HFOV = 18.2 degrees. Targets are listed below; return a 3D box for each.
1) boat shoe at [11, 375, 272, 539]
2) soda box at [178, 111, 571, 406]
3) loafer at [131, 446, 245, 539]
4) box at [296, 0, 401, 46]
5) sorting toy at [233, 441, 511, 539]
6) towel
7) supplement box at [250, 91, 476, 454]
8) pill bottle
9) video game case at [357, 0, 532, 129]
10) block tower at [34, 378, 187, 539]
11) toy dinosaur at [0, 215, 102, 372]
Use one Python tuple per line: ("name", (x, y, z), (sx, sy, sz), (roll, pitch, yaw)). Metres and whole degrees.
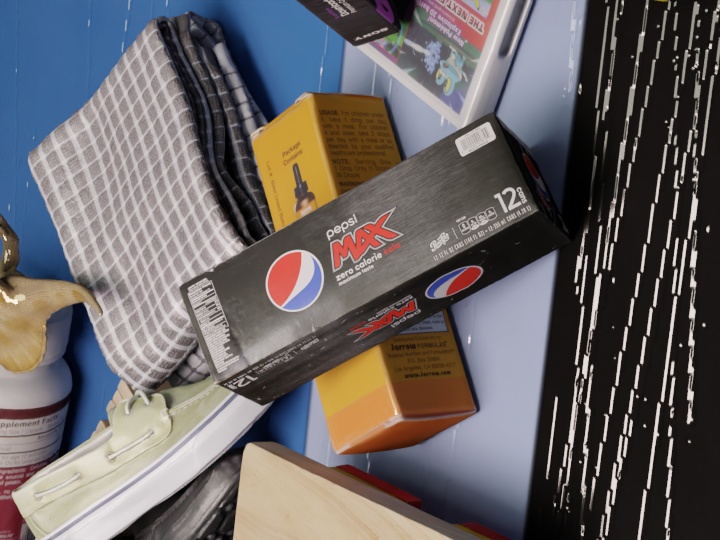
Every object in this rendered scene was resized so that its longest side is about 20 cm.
("boat shoe", (-0.132, 0.108, 1.395), (0.200, 0.072, 0.062), (-39, 97, 9))
("soda box", (0.007, -0.004, 1.203), (0.199, 0.071, 0.064), (-28, 69, 12))
("loafer", (-0.120, 0.172, 1.445), (0.071, 0.068, 0.201), (57, 135, 23))
("box", (-0.039, -0.214, 1.192), (0.036, 0.200, 0.144), (-18, 73, 18))
("sorting toy", (0.008, 0.217, 1.266), (0.199, 0.069, 0.200), (19, 106, 48))
("towel", (-0.122, -0.044, 1.421), (0.166, 0.085, 0.201), (-47, 57, 40))
("supplement box", (0.000, 0.000, 1.290), (0.066, 0.068, 0.201), (-32, 70, 46))
("pill bottle", (-0.267, 0.110, 1.586), (0.114, 0.114, 0.201), (33, 117, 45))
("video game case", (0.035, -0.205, 1.268), (0.200, 0.023, 0.183), (42, 123, 40))
("block tower", (-0.166, 0.157, 1.511), (0.054, 0.058, 0.201), (56, 133, 33))
("toy dinosaur", (-0.230, 0.016, 1.459), (0.199, 0.058, 0.102), (-26, 91, 40))
